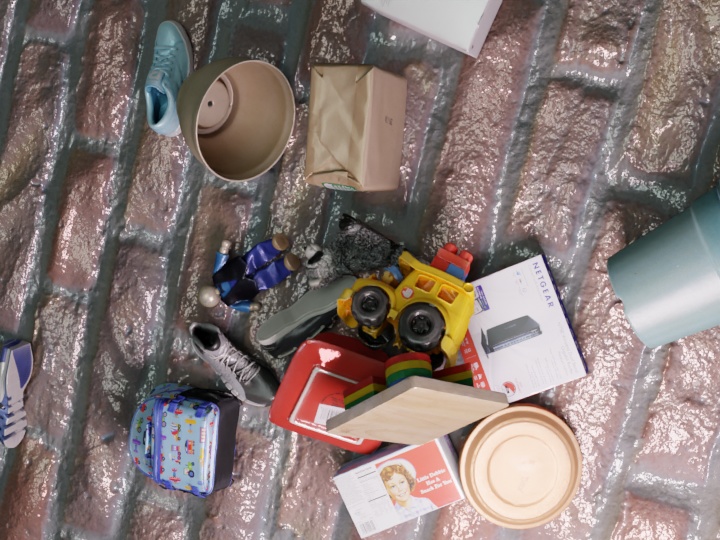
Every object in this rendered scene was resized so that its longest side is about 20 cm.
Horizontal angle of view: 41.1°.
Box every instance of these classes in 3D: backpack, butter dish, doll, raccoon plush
[{"bbox_3d":[-0.323,0.291,1.684,0.196,0.134,0.186,9,95,20],"label":"backpack"},{"bbox_3d":[-0.032,0.175,1.580,0.197,0.149,0.201,19,124,-11],"label":"butter dish"},{"bbox_3d":[-0.204,0.006,1.672,0.198,0.048,0.138,-30,93,23],"label":"doll"},{"bbox_3d":[0.000,0.000,1.573,0.198,0.097,0.136,31,96,15],"label":"raccoon plush"}]

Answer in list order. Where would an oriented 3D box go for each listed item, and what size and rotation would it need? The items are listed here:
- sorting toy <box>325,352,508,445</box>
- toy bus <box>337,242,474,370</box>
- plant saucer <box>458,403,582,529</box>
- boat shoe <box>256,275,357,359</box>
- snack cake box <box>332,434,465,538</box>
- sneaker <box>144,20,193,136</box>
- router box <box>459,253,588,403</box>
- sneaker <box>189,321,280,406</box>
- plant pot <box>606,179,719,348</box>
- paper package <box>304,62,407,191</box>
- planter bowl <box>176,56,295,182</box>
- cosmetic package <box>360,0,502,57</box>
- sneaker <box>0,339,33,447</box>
[{"bbox_3d":[0.080,0.187,1.420,0.198,0.198,0.071,-33,54,40],"label":"sorting toy"},{"bbox_3d":[0.087,0.039,1.489,0.197,0.136,0.194,23,72,16],"label":"toy bus"},{"bbox_3d":[0.254,0.313,1.517,0.196,0.032,0.205,0,98,0],"label":"plant saucer"},{"bbox_3d":[-0.080,0.081,1.630,0.198,0.074,0.061,-34,125,1],"label":"boat shoe"},{"bbox_3d":[0.068,0.348,1.587,0.197,0.067,0.117,-25,91,18],"label":"snack cake box"},{"bbox_3d":[-0.340,-0.339,1.679,0.072,0.082,0.204,0,93,17],"label":"sneaker"},{"bbox_3d":[0.244,0.098,1.531,0.177,0.049,0.203,-23,86,18],"label":"router box"},{"bbox_3d":[-0.223,0.157,1.644,0.199,0.116,0.075,35,77,13],"label":"sneaker"},{"bbox_3d":[0.475,0.005,1.385,0.194,0.200,0.203,-29,84,24],"label":"plant pot"},{"bbox_3d":[-0.003,-0.224,1.515,0.101,0.200,0.195,6,96,18],"label":"paper package"},{"bbox_3d":[-0.225,-0.266,1.604,0.134,0.198,0.203,30,103,42],"label":"planter bowl"},{"bbox_3d":[0.114,-0.430,1.525,0.198,0.085,0.109,29,102,14],"label":"cosmetic package"},{"bbox_3d":[-0.700,0.230,1.829,0.113,0.080,0.203,11,98,15],"label":"sneaker"}]
